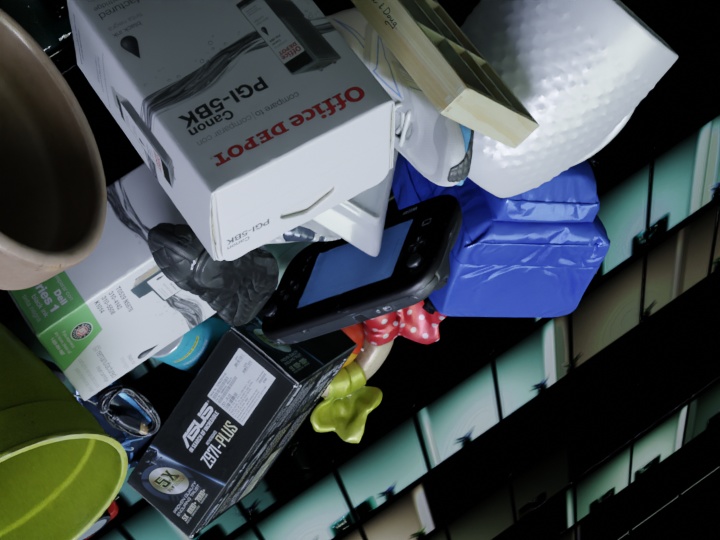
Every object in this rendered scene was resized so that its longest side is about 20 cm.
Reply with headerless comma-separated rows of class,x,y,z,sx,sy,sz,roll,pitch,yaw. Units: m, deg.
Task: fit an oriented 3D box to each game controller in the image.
game controller,0.000,0.000,1.306,0.199,0.105,0.042,-19,136,41

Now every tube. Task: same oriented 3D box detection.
tube,-0.152,0.071,1.532,0.077,0.050,0.200,-42,161,7

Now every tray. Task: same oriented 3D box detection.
tray,-0.043,-0.100,1.231,0.199,0.108,0.022,30,149,-34

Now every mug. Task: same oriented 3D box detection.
mug,0.153,-0.145,1.291,0.176,0.148,0.200,-48,143,14

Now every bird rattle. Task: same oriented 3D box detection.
bird rattle,-0.005,0.076,1.674,0.163,0.113,0.200,23,115,-44

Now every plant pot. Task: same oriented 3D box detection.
plant pot,-0.286,-0.054,1.003,0.174,0.201,0.200,-28,159,21
plant pot,-0.311,0.118,1.222,0.200,0.193,0.201,-30,154,-17

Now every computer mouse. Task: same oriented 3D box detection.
computer mouse,-0.255,0.113,1.391,0.199,0.034,0.059,21,112,-35

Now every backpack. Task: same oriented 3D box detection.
backpack,0.129,-0.076,1.459,0.161,0.201,0.168,6,131,-26

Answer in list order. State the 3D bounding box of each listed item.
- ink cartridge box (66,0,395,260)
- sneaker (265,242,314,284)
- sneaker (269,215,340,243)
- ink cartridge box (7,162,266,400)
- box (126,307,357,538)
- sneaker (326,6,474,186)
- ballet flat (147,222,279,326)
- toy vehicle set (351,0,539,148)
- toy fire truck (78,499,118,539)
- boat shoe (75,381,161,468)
ink cartridge box,-0.088,-0.127,1.093,0.146,0.200,0.083,-29,153,-19
sneaker,-0.033,0.006,1.487,0.074,0.118,0.200,-48,154,19
sneaker,-0.037,-0.097,1.309,0.079,0.131,0.199,-1,-167,29
ink cartridge box,-0.180,-0.003,1.318,0.199,0.084,0.146,-34,155,-8
box,-0.113,0.137,1.556,0.200,0.086,0.164,-55,170,21
sneaker,0.015,-0.131,1.235,0.086,0.200,0.075,-10,136,-29
ballet flat,-0.110,-0.002,1.274,0.067,0.057,0.200,-56,162,-5
toy vehicle set,0.040,-0.179,1.174,0.027,0.200,0.124,-44,155,17
toy fire truck,-0.315,0.273,1.587,0.176,0.129,0.200,-34,166,-8
boat shoe,-0.230,0.153,1.517,0.069,0.084,0.200,-45,154,-12
